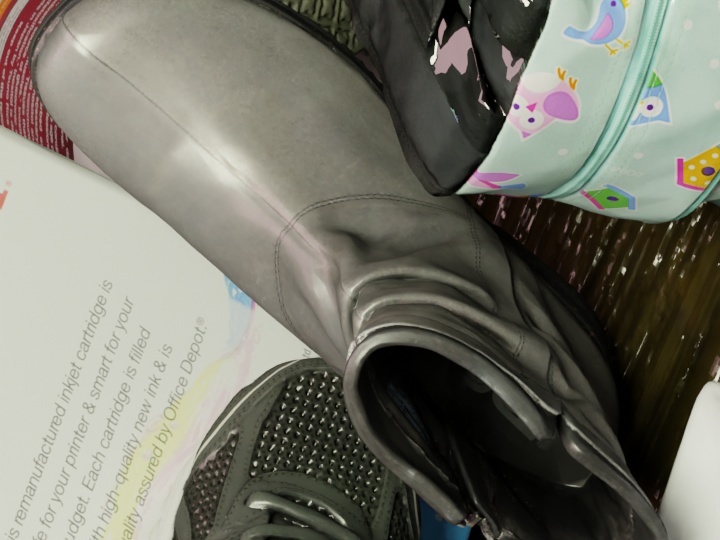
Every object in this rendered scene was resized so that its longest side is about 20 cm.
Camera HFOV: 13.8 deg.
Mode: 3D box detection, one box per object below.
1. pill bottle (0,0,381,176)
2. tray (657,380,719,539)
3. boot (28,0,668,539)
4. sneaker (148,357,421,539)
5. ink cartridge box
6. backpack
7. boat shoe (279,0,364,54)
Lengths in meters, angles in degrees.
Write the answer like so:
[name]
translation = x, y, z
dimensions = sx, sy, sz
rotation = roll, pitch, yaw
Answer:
[pill bottle]
translation = -0.058, -0.053, 1.034
dimensions = 0.200, 0.113, 0.113
rotation = 28, 104, 65
[tray]
translation = 0.086, 0.137, 0.747
dimensions = 0.107, 0.022, 0.200
rotation = 40, 115, 62
[boot]
translation = 0.000, 0.000, 0.775
dimensions = 0.070, 0.200, 0.132
rotation = -52, 13, 14
[sneaker]
translation = -0.022, 0.108, 0.779
dimensions = 0.086, 0.080, 0.200
rotation = 119, 166, -58
[ink cartridge box]
translation = -0.074, 0.061, 0.880
dimensions = 0.085, 0.200, 0.145
rotation = -20, 48, 61
[backpack]
translation = 0.061, -0.106, 0.790
dimensions = 0.200, 0.127, 0.167
rotation = -101, 19, -46
[boat shoe]
translation = -0.016, -0.121, 0.936
dimensions = 0.062, 0.075, 0.200
rotation = 3, 41, 29
